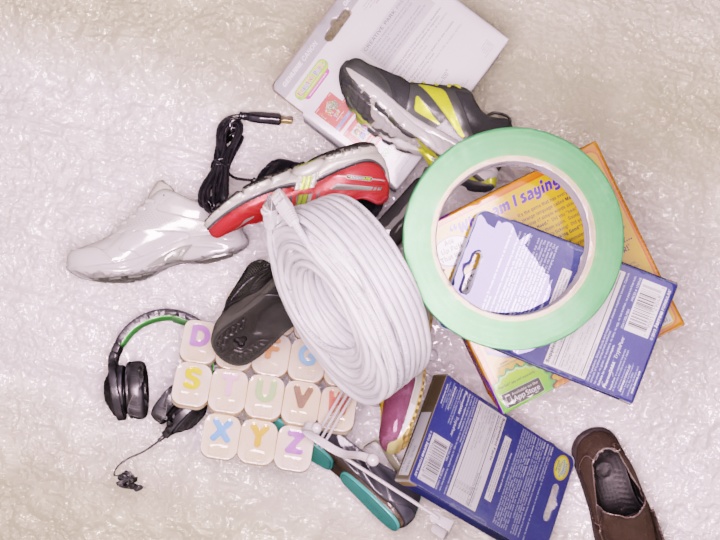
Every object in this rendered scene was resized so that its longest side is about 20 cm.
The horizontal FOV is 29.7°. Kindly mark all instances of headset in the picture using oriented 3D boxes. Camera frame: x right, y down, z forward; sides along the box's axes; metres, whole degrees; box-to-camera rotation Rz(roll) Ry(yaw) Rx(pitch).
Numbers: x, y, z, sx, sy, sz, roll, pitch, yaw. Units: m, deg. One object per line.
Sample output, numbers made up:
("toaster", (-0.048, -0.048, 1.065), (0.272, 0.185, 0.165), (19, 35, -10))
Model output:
("headset", (-0.224, 0.138, 1.472), (0.123, 0.094, 0.201), (16, 80, 1))

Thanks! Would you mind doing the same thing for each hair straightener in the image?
("hair straightener", (0.089, -0.099, 1.471), (0.200, 0.077, 0.041), (-43, 88, 1))

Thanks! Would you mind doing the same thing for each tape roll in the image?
("tape roll", (0.138, -0.028, 1.242), (0.199, 0.048, 0.202), (0, 89, 2))

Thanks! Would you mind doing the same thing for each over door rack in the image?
("over door rack", (0.056, 0.164, 1.439), (0.200, 0.067, 0.148), (37, 64, -10))

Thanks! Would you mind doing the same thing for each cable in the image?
("cable", (-0.013, 0.027, 1.278), (0.069, 0.201, 0.200), (-30, 62, -23))

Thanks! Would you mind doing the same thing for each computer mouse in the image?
("computer mouse", (-0.071, -0.105, 1.482), (0.198, 0.046, 0.141), (4, 60, 2))

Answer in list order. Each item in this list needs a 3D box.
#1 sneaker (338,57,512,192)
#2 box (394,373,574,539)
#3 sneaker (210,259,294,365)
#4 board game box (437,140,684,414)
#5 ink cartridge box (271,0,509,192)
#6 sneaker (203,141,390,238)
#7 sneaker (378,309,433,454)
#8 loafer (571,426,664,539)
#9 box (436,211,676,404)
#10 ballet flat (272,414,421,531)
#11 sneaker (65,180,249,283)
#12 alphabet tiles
("sneaker", (0.069, -0.162, 1.399), (0.199, 0.074, 0.085), (35, 72, -4))
("box", (0.135, 0.209, 1.436), (0.199, 0.032, 0.122), (33, 66, -26))
("sneaker", (-0.069, 0.011, 1.428), (0.199, 0.114, 0.076), (-35, 113, 19))
("board game box", (0.185, 0.006, 1.409), (0.199, 0.200, 0.201), (-26, 90, 2))
("ink cartridge box", (0.030, -0.217, 1.467), (0.175, 0.084, 0.200), (38, 91, -1))
("sneaker", (-0.063, -0.065, 1.397), (0.199, 0.077, 0.085), (-20, 96, 3))
("sneaker", (0.021, 0.093, 1.387), (0.089, 0.075, 0.201), (11, 54, -2))
("loafer", (0.283, 0.271, 1.475), (0.073, 0.071, 0.201), (-25, 90, 1))
("box", (0.183, 0.032, 1.286), (0.199, 0.032, 0.122), (22, 91, 2))
("ballet flat", (-0.013, 0.200, 1.488), (0.200, 0.073, 0.073), (38, 91, 7))
("sneaker", (-0.227, -0.045, 1.487), (0.199, 0.078, 0.100), (-13, 84, -8))
("alphabet tiles", (-0.100, 0.115, 1.466), (0.198, 0.015, 0.197), (10, 65, -2))
